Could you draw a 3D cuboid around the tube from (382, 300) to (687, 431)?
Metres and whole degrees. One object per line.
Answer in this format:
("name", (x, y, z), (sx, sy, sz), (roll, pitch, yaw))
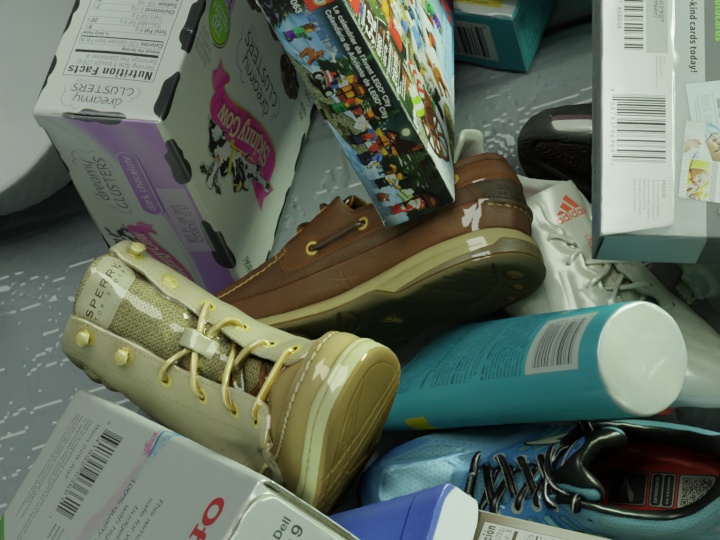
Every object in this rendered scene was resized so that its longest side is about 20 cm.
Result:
("tube", (0.069, 0.046, 1.321), (0.077, 0.050, 0.200), (-38, 16, -30))

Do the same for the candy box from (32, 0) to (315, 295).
("candy box", (-0.081, -0.108, 1.445), (0.071, 0.168, 0.200), (6, 59, 19))

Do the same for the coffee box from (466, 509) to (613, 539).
("coffee box", (0.141, 0.180, 1.231), (0.199, 0.114, 0.080), (11, 62, 22))

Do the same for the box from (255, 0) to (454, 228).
("box", (0.001, -0.132, 1.363), (0.038, 0.137, 0.200), (-21, 32, 15))

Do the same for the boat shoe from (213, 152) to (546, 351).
("boat shoe", (0.000, 0.000, 1.384), (0.200, 0.072, 0.068), (-20, 64, 31))

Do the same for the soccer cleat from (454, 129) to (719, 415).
("soccer cleat", (0.104, 0.001, 1.372), (0.200, 0.078, 0.069), (32, 28, 31))

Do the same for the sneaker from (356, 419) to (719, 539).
("sneaker", (0.094, 0.093, 1.310), (0.199, 0.090, 0.079), (-4, 66, 13))

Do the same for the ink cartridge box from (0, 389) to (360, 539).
("ink cartridge box", (-0.093, 0.150, 1.257), (0.146, 0.087, 0.200), (-59, 27, -8))

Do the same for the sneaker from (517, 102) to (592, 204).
("sneaker", (0.185, -0.074, 1.421), (0.199, 0.076, 0.116), (11, 54, 11))

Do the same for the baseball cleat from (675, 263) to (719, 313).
("baseball cleat", (0.236, 0.006, 1.342), (0.200, 0.070, 0.106), (39, 58, 10))

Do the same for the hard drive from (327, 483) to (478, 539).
("hard drive", (-0.036, 0.173, 1.265), (0.200, 0.025, 0.132), (-20, 44, 48))

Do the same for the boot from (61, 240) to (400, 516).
("boot", (-0.063, 0.041, 1.298), (0.155, 0.200, 0.073), (34, 77, 6))

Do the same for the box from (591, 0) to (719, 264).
("box", (0.206, -0.080, 1.303), (0.199, 0.041, 0.156), (1, 74, -1))

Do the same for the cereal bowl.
("cereal bowl", (-0.192, -0.123, 1.513), (0.200, 0.083, 0.201), (-4, 83, 34))

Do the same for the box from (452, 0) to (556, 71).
("box", (0.082, -0.206, 1.540), (0.082, 0.049, 0.200), (12, 61, 22))
